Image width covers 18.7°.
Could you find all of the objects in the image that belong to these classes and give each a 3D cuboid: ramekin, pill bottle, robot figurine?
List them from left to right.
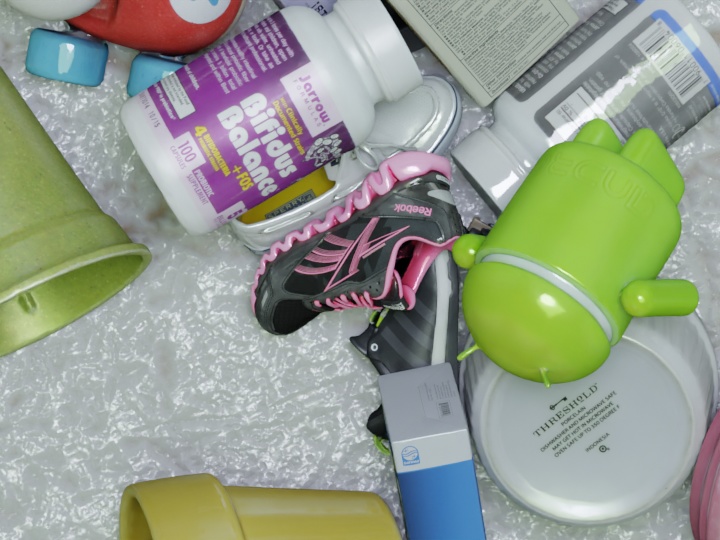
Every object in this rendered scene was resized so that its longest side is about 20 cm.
[{"bbox_3d":[-0.061,-0.118,1.548,0.200,0.112,0.112,-31,94,0],"label":"pill bottle"},{"bbox_3d":[0.147,-0.008,1.522,0.200,0.175,0.116,-57,138,-20],"label":"robot figurine"},{"bbox_3d":[0.170,0.099,1.630,0.202,0.094,0.203,2,111,5],"label":"ramekin"},{"bbox_3d":[0.172,-0.116,1.634,0.200,0.114,0.114,-40,94,1],"label":"pill bottle"}]

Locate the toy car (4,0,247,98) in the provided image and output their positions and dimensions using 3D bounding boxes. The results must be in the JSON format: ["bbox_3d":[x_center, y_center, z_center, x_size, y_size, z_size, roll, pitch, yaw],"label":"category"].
[{"bbox_3d":[-0.191,-0.219,1.557,0.177,0.200,0.185,16,98,21],"label":"toy car"}]

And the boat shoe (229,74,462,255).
[{"bbox_3d":[-0.016,-0.089,1.637,0.202,0.086,0.075,-31,70,3],"label":"boat shoe"}]

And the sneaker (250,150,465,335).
[{"bbox_3d":[0.000,0.000,1.620,0.200,0.079,0.096,-39,61,27],"label":"sneaker"}]

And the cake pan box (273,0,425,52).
[{"bbox_3d":[0.015,-0.246,1.600,0.184,0.052,0.200,-38,138,1],"label":"cake pan box"}]

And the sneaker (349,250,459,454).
[{"bbox_3d":[0.033,0.042,1.661,0.083,0.072,0.200,0,94,0],"label":"sneaker"}]

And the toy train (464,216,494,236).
[{"bbox_3d":[0.160,0.016,1.676,0.200,0.046,0.034,30,111,-5],"label":"toy train"}]

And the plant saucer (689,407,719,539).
[{"bbox_3d":[0.307,0.149,1.636,0.051,0.200,0.201,20,94,36],"label":"plant saucer"}]

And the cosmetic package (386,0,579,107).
[{"bbox_3d":[0.064,-0.218,1.568,0.105,0.071,0.200,-41,138,3],"label":"cosmetic package"}]

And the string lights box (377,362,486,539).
[{"bbox_3d":[0.061,0.182,1.622,0.059,0.103,0.200,-10,115,-1],"label":"string lights box"}]

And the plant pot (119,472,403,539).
[{"bbox_3d":[-0.067,0.243,1.619,0.188,0.201,0.201,-9,94,-15],"label":"plant pot"}]

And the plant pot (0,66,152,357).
[{"bbox_3d":[-0.284,-0.045,1.601,0.200,0.200,0.184,-29,83,0],"label":"plant pot"}]
